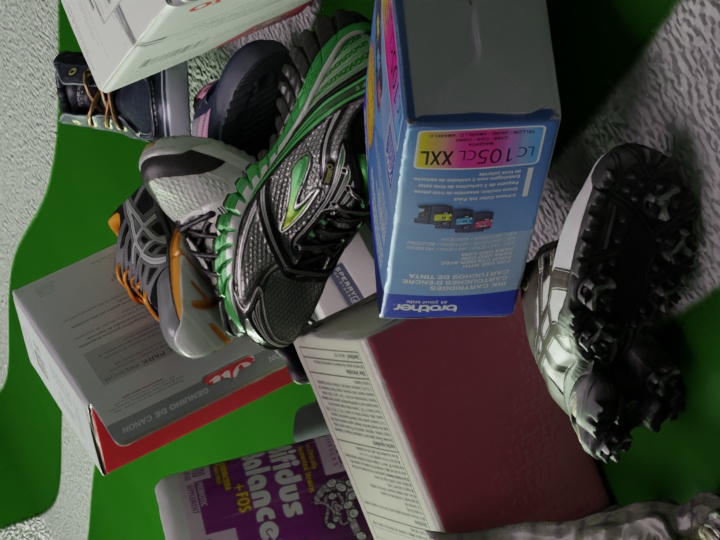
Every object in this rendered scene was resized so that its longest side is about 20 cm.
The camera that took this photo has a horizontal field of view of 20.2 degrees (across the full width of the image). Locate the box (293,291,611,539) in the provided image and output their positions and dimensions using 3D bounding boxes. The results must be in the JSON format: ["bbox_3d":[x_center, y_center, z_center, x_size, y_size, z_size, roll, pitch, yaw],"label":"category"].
[{"bbox_3d":[0.059,0.106,1.191,0.202,0.108,0.128,68,160,-8],"label":"box"}]

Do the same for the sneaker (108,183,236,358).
[{"bbox_3d":[-0.132,0.001,1.403,0.078,0.077,0.201,53,-167,-31],"label":"sneaker"}]

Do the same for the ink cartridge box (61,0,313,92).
[{"bbox_3d":[-0.081,-0.184,1.151,0.083,0.146,0.200,66,160,0],"label":"ink cartridge box"}]

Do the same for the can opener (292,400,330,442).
[{"bbox_3d":[-0.001,0.093,1.443,0.200,0.052,0.067,138,140,-68],"label":"can opener"}]

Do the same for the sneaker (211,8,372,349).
[{"bbox_3d":[-0.022,-0.044,1.163,0.085,0.078,0.202,34,111,38],"label":"sneaker"}]

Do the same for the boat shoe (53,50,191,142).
[{"bbox_3d":[-0.176,-0.125,1.488,0.200,0.090,0.072,-140,47,-73],"label":"boat shoe"}]

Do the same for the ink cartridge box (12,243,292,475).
[{"bbox_3d":[-0.123,0.054,1.464,0.176,0.199,0.084,50,157,38],"label":"ink cartridge box"}]

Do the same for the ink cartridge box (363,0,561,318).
[{"bbox_3d":[0.044,-0.068,1.000,0.201,0.075,0.138,94,173,-57],"label":"ink cartridge box"}]

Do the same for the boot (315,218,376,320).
[{"bbox_3d":[0.000,0.000,1.307,0.091,0.072,0.201,-91,-20,-55],"label":"boot"}]

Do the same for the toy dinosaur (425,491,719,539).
[{"bbox_3d":[0.137,0.160,1.080,0.199,0.048,0.089,-11,118,35],"label":"toy dinosaur"}]

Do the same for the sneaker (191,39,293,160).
[{"bbox_3d":[-0.089,-0.108,1.380,0.082,0.070,0.201,55,157,21],"label":"sneaker"}]

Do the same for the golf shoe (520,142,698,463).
[{"bbox_3d":[0.109,0.005,0.988,0.095,0.077,0.201,50,155,37],"label":"golf shoe"}]

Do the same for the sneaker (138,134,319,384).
[{"bbox_3d":[-0.072,-0.005,1.328,0.200,0.088,0.075,41,141,-23],"label":"sneaker"}]

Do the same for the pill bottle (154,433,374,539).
[{"bbox_3d":[-0.029,0.168,1.338,0.112,0.198,0.113,166,90,-83],"label":"pill bottle"}]
